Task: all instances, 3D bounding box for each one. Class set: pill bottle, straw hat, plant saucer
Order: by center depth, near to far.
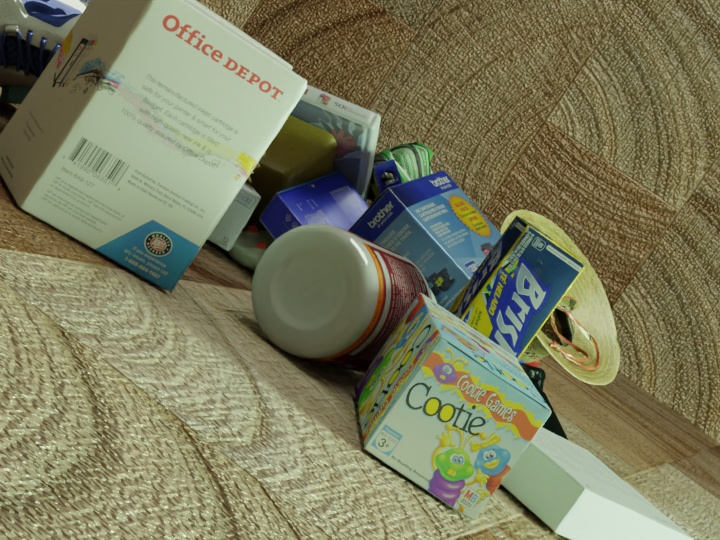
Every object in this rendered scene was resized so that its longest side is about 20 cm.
[{"bbox_3d":[-0.005,0.030,1.583,0.113,0.113,0.200,37,7,24],"label":"pill bottle"},{"bbox_3d":[-0.133,-0.106,1.844,0.200,0.048,0.200,26,-29,6],"label":"plant saucer"},{"bbox_3d":[0.176,0.045,1.885,0.201,0.085,0.201,33,39,-32],"label":"straw hat"}]

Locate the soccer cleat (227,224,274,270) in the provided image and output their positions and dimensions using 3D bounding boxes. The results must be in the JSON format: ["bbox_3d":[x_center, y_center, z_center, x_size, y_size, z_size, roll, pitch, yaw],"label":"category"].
[{"bbox_3d":[-0.043,0.007,1.828,0.200,0.078,0.069,10,25,-24],"label":"soccer cleat"}]

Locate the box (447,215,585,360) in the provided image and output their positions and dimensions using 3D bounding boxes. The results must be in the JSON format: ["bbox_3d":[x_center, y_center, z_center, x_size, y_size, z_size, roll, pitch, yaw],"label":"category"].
[{"bbox_3d":[0.106,0.054,1.570,0.064,0.200,0.070,34,5,-9],"label":"box"}]

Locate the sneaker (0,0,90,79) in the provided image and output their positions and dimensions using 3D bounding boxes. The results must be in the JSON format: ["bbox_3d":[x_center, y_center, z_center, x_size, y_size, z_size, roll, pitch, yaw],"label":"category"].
[{"bbox_3d":[-0.297,-0.204,1.605,0.199,0.081,0.115,-14,51,-27],"label":"sneaker"}]

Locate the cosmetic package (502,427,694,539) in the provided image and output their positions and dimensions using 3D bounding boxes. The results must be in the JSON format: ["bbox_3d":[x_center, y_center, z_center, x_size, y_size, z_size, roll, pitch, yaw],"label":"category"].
[{"bbox_3d":[0.189,0.195,1.633,0.200,0.052,0.151,29,6,-47],"label":"cosmetic package"}]

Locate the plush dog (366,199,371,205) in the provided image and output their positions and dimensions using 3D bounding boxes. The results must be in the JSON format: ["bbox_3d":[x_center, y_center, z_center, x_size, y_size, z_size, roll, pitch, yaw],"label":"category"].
[{"bbox_3d":[0.033,-0.030,1.956,0.200,0.172,0.160,36,4,26],"label":"plush dog"}]

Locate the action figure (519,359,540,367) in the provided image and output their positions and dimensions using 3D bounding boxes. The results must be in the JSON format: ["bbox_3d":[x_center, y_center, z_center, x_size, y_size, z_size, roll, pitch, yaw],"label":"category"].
[{"bbox_3d":[0.136,0.075,1.951,0.065,0.052,0.200,8,-2,25],"label":"action figure"}]

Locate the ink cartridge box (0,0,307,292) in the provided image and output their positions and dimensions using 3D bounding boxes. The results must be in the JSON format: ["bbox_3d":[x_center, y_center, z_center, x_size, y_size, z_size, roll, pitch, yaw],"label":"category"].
[{"bbox_3d":[-0.169,-0.120,1.439,0.147,0.200,0.145,32,7,-28],"label":"ink cartridge box"}]

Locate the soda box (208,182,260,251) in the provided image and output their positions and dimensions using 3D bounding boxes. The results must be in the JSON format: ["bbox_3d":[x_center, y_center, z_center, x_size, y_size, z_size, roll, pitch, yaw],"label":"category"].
[{"bbox_3d":[-0.197,-0.099,1.755,0.200,0.064,0.068,31,5,-15],"label":"soda box"}]

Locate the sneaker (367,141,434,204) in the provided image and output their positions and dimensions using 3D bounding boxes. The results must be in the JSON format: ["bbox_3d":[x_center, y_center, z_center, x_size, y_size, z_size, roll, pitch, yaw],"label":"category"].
[{"bbox_3d":[0.081,-0.040,1.862,0.200,0.085,0.078,63,-23,-7],"label":"sneaker"}]

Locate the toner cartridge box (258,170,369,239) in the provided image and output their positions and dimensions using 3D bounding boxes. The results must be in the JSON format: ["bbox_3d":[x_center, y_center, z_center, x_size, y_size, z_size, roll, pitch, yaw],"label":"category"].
[{"bbox_3d":[0.000,0.000,1.763,0.095,0.043,0.200,-21,67,-46],"label":"toner cartridge box"}]

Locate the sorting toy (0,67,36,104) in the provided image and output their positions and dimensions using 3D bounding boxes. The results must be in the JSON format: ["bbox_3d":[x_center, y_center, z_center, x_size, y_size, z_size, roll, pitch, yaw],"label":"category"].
[{"bbox_3d":[-0.366,-0.221,1.729,0.200,0.107,0.180,39,15,15],"label":"sorting toy"}]

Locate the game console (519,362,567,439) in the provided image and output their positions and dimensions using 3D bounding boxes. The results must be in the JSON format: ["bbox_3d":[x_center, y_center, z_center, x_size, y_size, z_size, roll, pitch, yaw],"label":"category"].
[{"bbox_3d":[0.127,0.146,1.852,0.176,0.117,0.200,5,-6,21],"label":"game console"}]

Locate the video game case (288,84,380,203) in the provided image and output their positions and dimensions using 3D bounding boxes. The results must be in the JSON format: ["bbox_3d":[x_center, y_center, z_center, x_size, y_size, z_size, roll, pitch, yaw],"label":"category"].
[{"bbox_3d":[-0.074,-0.126,1.833,0.182,0.023,0.200,23,-31,8],"label":"video game case"}]

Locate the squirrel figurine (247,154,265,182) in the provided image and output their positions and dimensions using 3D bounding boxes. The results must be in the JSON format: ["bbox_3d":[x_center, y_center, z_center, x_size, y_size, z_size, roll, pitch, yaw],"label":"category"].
[{"bbox_3d":[-0.170,-0.136,1.625,0.142,0.187,0.200,37,6,26],"label":"squirrel figurine"}]

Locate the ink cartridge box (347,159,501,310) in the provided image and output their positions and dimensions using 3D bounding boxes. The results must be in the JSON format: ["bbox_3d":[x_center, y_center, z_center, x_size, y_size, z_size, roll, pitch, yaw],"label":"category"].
[{"bbox_3d":[0.074,-0.016,1.734,0.200,0.076,0.136,47,26,10],"label":"ink cartridge box"}]

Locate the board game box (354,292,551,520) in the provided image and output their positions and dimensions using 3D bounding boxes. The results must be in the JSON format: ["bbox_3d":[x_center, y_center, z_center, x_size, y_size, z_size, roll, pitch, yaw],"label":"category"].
[{"bbox_3d":[0.067,0.102,1.438,0.105,0.103,0.200,34,5,-6],"label":"board game box"}]
